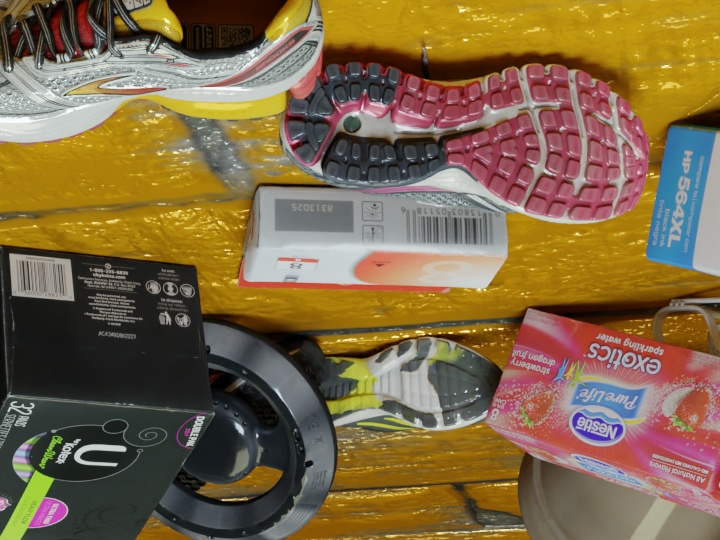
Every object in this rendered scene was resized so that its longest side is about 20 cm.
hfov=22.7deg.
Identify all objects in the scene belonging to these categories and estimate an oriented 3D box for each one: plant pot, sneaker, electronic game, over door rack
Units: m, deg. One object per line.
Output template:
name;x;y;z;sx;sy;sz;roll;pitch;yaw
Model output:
plant pot;0.258;0.171;1.567;0.198;0.201;0.174;3;146;-16
sneaker;-0.117;0.100;1.479;0.200;0.090;0.070;-40;137;22
sneaker;0.056;-0.071;0.947;0.198;0.081;0.075;9;176;-8
electronic game;-0.113;0.129;1.406;0.198;0.201;0.042;-9;-160;22
sneaker;-0.113;-0.112;0.811;0.198;0.078;0.082;-8;160;-10
sneaker;0.041;0.097;1.490;0.199;0.075;0.084;-2;171;33
over door rack;0.338;0.044;1.335;0.147;0.067;0.199;11;158;-37

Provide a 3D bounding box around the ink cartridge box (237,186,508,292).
ink cartridge box;0.000;0.000;1.196;0.161;0.051;0.200;1;159;-8

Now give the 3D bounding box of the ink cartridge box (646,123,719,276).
ink cartridge box;0.277;-0.021;0.979;0.145;0.085;0.200;10;-176;-29

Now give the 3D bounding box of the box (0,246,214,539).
box;-0.207;0.095;1.268;0.147;0.125;0.200;7;142;-23

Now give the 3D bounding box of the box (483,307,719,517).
box;0.207;0.108;1.342;0.199;0.100;0.095;15;168;39
